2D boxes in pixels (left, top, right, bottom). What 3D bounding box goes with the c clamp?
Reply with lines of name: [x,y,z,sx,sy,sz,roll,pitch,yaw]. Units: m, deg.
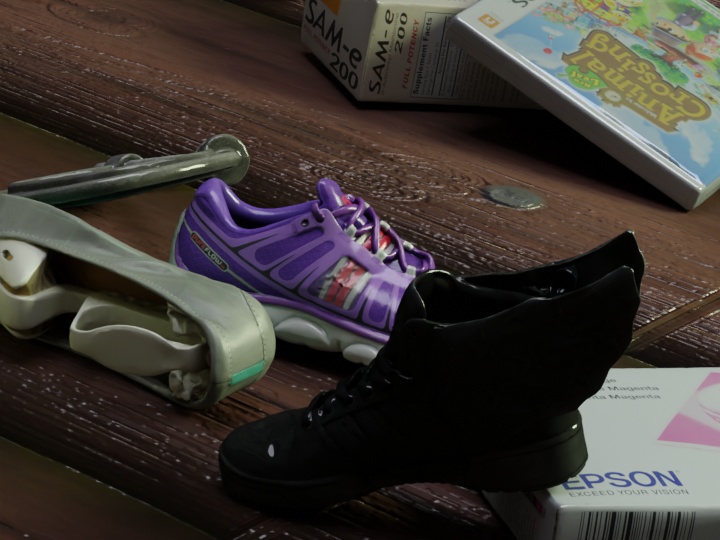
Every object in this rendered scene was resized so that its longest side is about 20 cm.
c clamp: [-0.125,-0.053,1.401,0.170,0.027,0.200,-10,5,-23]

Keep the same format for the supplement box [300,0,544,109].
supplement box: [0.074,-0.164,1.778,0.199,0.074,0.126,2,23,-21]

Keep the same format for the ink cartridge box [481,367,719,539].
ink cartridge box: [0.143,0.080,1.231,0.196,0.043,0.200,0,24,-20]

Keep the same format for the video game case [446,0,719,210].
video game case: [0.183,-0.136,1.693,0.200,0.022,0.182,37,43,17]

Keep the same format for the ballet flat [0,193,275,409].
ballet flat: [-0.136,0.013,1.255,0.199,0.068,0.064,19,30,24]

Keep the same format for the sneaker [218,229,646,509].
sneaker: [0.028,0.043,1.125,0.199,0.105,0.060,-4,27,14]

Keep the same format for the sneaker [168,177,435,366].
sneaker: [0.000,0.000,1.307,0.199,0.084,0.081,13,13,8]
